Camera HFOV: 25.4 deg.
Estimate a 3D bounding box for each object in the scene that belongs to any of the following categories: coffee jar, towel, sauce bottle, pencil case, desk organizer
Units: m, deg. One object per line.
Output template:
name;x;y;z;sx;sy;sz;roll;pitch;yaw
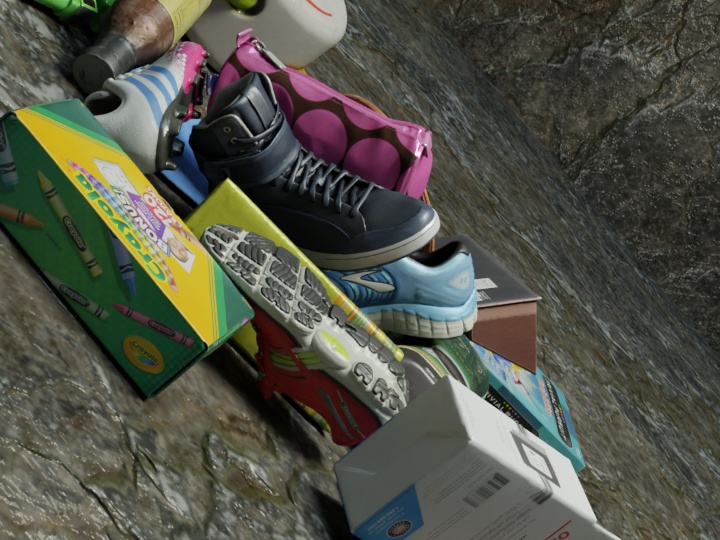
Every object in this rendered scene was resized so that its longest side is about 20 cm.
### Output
coffee jar;0.048;0.103;1.344;0.105;0.085;0.200;52;14;0
towel;-0.062;0.028;1.215;0.200;0.086;0.018;46;-1;-15
sauce bottle;-0.189;-0.214;1.379;0.066;0.066;0.200;47;38;-11
pencil case;-0.031;-0.121;1.335;0.199;0.094;0.091;27;27;8
desk organizer;0.102;0.033;1.520;0.200;0.071;0.078;-132;-142;-66

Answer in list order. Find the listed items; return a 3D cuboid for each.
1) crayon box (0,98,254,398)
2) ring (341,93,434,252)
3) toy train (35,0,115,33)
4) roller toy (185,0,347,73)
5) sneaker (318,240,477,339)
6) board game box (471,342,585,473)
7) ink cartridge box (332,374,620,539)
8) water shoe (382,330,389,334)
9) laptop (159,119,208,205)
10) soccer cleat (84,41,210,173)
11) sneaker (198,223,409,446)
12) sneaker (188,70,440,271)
crayon box;-0.167;-0.019;1.073;0.200;0.058;0.119;50;15;0
ring;0.014;-0.075;1.539;0.200;0.019;0.202;42;-37;41
toy train;-0.257;-0.245;1.379;0.199;0.042;0.057;18;53;-54
roller toy;-0.115;-0.291;1.712;0.200;0.139;0.183;42;28;-35
sneaker;0.000;0.000;1.315;0.198;0.091;0.078;2;20;-10
board game box;0.146;0.116;1.669;0.200;0.047;0.151;44;16;-20
ink cartridge box;0.089;0.172;1.171;0.200;0.116;0.067;36;22;-39
water shoe;0.017;0.007;1.496;0.200;0.079;0.072;47;16;-10
laptop;-0.109;-0.130;1.408;0.188;0.198;0.117;-103;-178;-59
soccer cleat;-0.174;-0.142;1.290;0.086;0.070;0.200;11;27;-1
sneaker;-0.056;0.054;1.171;0.200;0.085;0.077;46;27;-5
sneaker;-0.043;-0.079;1.247;0.077;0.201;0.147;-58;144;-45
